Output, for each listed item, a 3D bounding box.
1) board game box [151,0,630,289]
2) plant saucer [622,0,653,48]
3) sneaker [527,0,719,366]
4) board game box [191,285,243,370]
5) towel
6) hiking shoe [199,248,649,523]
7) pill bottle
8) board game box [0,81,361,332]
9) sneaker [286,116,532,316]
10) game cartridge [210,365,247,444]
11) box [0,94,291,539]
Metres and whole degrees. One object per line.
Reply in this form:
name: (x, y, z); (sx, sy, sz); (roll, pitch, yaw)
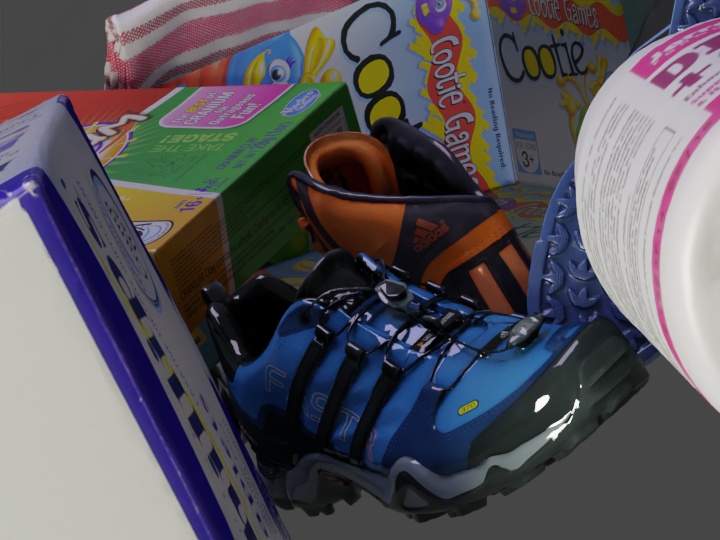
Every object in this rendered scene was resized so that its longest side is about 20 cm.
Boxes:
board game box: (0.016, -0.057, 1.115); (0.200, 0.103, 0.105); (-19, -15, 40)
plant saucer: (0.166, -0.144, 1.173); (0.201, 0.039, 0.201); (-9, -10, -2)
sneaker: (0.118, -0.045, 0.905); (0.200, 0.070, 0.078); (-64, -11, -12)
board game box: (-0.153, 0.069, 1.022); (0.151, 0.047, 0.200); (-21, 13, 41)
towel: (-0.060, -0.064, 1.227); (0.146, 0.200, 0.030); (-26, 50, -30)
hiking shoe: (0.011, 0.034, 0.853); (0.074, 0.087, 0.200); (-39, 15, -36)
pill bottle: (0.127, -0.018, 0.746); (0.113, 0.114, 0.200); (-28, 11, 0)
board game box: (-0.119, -0.027, 1.045); (0.200, 0.040, 0.153); (1, 29, 32)
sneaker: (0.000, 0.000, 0.965); (0.078, 0.112, 0.200); (-36, 14, -37)
game cartridge: (-0.106, 0.100, 0.979); (0.129, 0.038, 0.200); (-32, 11, 4)
box: (-0.098, 0.059, 0.766); (0.105, 0.184, 0.200); (-26, 12, 2)
